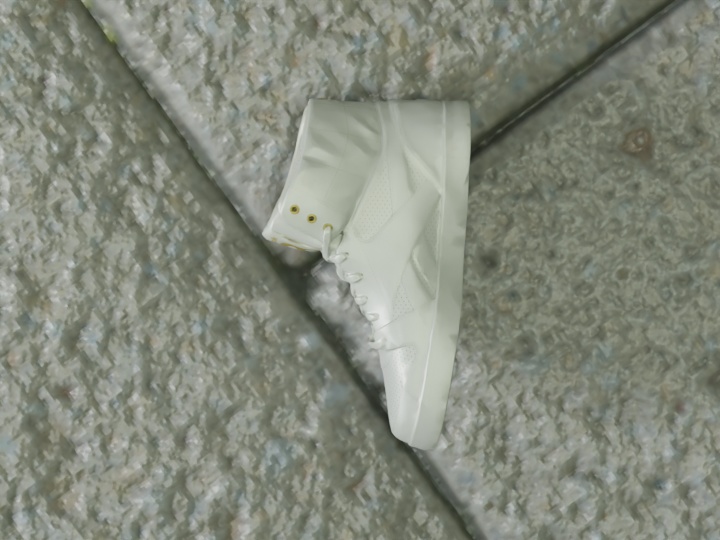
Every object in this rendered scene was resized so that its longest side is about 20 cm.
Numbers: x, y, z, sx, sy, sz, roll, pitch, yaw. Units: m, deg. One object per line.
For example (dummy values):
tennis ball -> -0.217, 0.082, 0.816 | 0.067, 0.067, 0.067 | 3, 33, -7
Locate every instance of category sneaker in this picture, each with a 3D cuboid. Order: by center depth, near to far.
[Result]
sneaker -> 0.000, 0.000, 1.094 | 0.115, 0.074, 0.201 | 3, 86, -6
